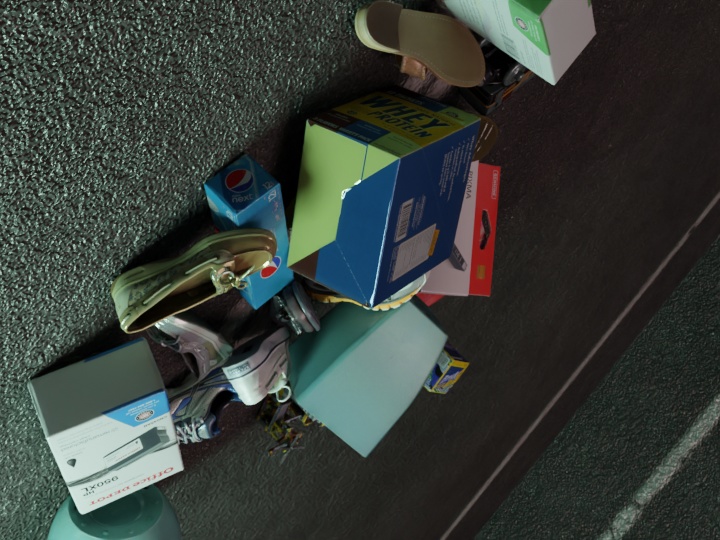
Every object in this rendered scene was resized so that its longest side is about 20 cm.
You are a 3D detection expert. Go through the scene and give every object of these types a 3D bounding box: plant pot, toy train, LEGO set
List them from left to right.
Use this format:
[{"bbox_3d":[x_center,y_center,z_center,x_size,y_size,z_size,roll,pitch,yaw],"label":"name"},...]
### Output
[{"bbox_3d":[-0.323,0.368,1.440,0.199,0.199,0.163,-23,132,-42],"label":"plant pot"},{"bbox_3d":[-0.066,0.203,1.699,0.153,0.116,0.202,-4,130,-56],"label":"LEGO set"},{"bbox_3d":[0.015,0.116,1.515,0.200,0.142,0.141,-45,115,7],"label":"plant pot"},{"bbox_3d":[0.219,-0.302,1.523,0.199,0.085,0.114,-40,165,-24],"label":"toy train"}]

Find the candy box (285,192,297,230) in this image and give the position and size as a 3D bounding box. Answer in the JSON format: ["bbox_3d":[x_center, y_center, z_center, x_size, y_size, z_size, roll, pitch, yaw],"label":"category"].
[{"bbox_3d":[-0.023,-0.090,1.475,0.103,0.026,0.199,-53,154,14],"label":"candy box"}]

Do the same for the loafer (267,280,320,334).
[{"bbox_3d":[-0.093,0.056,1.448,0.062,0.073,0.200,-29,-177,-2],"label":"loafer"}]

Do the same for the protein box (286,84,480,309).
[{"bbox_3d":[0.029,-0.096,1.352,0.199,0.133,0.202,-31,138,-51],"label":"protein box"}]

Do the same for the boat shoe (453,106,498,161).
[{"bbox_3d":[0.118,-0.197,1.510,0.199,0.066,0.073,-3,125,-52],"label":"boat shoe"}]

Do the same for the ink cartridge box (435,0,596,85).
[{"bbox_3d":[0.164,-0.327,1.255,0.088,0.199,0.145,-49,154,-4],"label":"ink cartridge box"}]

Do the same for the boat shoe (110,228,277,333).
[{"bbox_3d":[-0.183,0.014,1.240,0.197,0.063,0.074,-22,146,0],"label":"boat shoe"}]

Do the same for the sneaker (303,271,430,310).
[{"bbox_3d":[0.000,0.000,1.464,0.078,0.197,0.079,66,36,-35],"label":"sneaker"}]

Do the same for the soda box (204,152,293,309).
[{"bbox_3d":[-0.132,-0.044,1.320,0.068,0.064,0.201,-38,152,-21],"label":"soda box"}]

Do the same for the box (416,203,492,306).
[{"bbox_3d":[0.092,-0.018,1.641,0.199,0.094,0.104,-32,114,-32],"label":"box"}]

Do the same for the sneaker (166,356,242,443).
[{"bbox_3d":[-0.233,0.196,1.461,0.199,0.085,0.077,-41,154,-16],"label":"sneaker"}]

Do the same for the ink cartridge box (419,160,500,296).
[{"bbox_3d":[0.148,-0.065,1.594,0.174,0.044,0.204,5,90,-37],"label":"ink cartridge box"}]

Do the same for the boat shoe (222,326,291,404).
[{"bbox_3d":[-0.124,0.135,1.458,0.074,0.087,0.202,-22,-173,8],"label":"boat shoe"}]

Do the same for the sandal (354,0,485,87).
[{"bbox_3d":[0.060,-0.275,1.328,0.210,0.069,0.079,11,83,-43],"label":"sandal"}]

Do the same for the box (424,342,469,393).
[{"bbox_3d":[0.070,0.100,1.683,0.065,0.200,0.070,-52,154,11],"label":"box"}]

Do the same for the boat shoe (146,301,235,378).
[{"bbox_3d":[-0.216,0.085,1.354,0.065,0.074,0.202,-50,162,-6],"label":"boat shoe"}]

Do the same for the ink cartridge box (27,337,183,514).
[{"bbox_3d":[-0.299,0.190,1.311,0.143,0.085,0.201,-21,147,-16],"label":"ink cartridge box"}]
